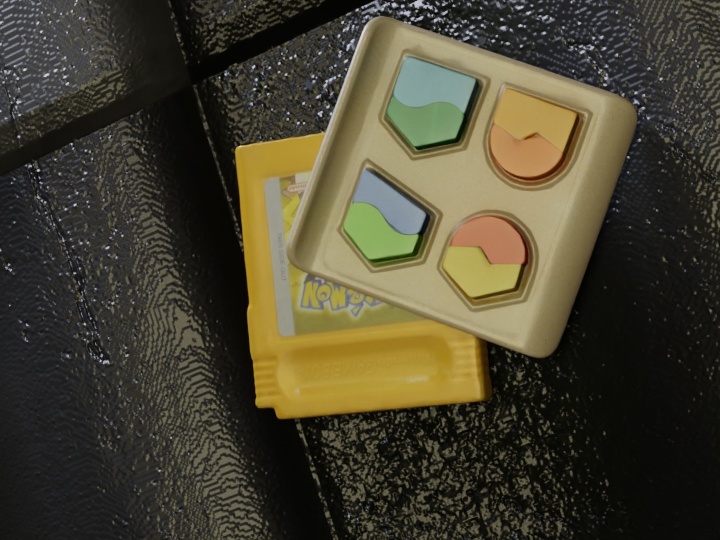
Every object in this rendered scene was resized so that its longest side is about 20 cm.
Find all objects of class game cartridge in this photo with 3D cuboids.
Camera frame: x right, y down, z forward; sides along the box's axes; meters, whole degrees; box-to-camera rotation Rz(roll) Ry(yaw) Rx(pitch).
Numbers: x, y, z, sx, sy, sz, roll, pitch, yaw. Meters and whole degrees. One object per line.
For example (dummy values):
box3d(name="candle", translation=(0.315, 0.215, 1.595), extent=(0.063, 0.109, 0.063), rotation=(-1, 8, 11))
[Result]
box3d(name="game cartridge", translation=(0.000, 0.000, 1.333), extent=(0.175, 0.032, 0.202), rotation=(-7, 84, 21))

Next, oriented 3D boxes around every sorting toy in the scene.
box3d(name="sorting toy", translation=(0.068, -0.059, 1.276), extent=(0.199, 0.036, 0.186), rotation=(20, 89, 8))
